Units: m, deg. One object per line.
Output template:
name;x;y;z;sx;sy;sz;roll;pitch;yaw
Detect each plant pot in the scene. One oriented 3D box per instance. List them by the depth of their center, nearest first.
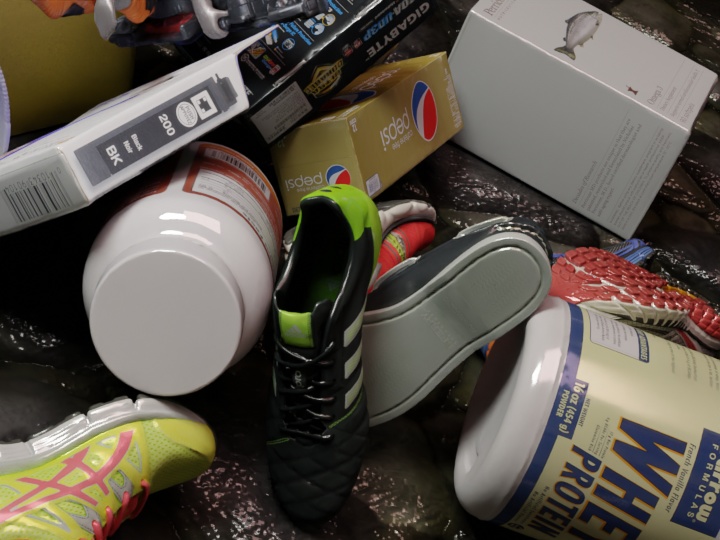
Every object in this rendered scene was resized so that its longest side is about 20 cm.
plant pot;-0.271;-0.226;1.142;0.199;0.177;0.200;-20;56;-43

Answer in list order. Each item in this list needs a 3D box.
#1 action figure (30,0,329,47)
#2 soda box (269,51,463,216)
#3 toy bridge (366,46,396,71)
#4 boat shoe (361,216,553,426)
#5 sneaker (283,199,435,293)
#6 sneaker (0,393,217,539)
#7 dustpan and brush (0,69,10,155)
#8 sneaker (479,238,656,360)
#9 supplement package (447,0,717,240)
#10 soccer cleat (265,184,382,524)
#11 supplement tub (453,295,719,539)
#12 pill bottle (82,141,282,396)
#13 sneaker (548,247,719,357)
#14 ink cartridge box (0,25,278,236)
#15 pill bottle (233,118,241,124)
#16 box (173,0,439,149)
action figure;-0.121;-0.195;1.048;0.198;0.106;0.193;-1;15;36
soda box;0.008;-0.104;1.203;0.067;0.065;0.200;-7;16;27
toy bridge;0.006;-0.208;1.271;0.027;0.201;0.067;-28;56;-17
boat shoe;0.034;0.035;1.012;0.076;0.199;0.060;58;17;-14
sneaker;0.000;0.000;1.120;0.076;0.086;0.200;-6;8;24
sneaker;-0.158;0.133;0.874;0.199;0.078;0.091;-16;60;-33
dustpan and brush;-0.274;-0.133;1.007;0.057;0.202;0.139;15;26;38
sneaker;0.144;0.010;1.181;0.078;0.076;0.199;41;38;26
supplement package;0.172;-0.140;1.336;0.199;0.118;0.117;29;38;7
soccer cleat;-0.029;0.049;0.950;0.067;0.202;0.081;7;2;20
supplement tub;0.172;0.113;1.012;0.198;0.146;0.146;20;37;-5
pill bottle;-0.105;-0.001;0.974;0.111;0.113;0.200;20;17;-6
sneaker;0.188;0.044;1.116;0.199;0.083;0.078;20;15;-47
ink cartridge box;-0.165;-0.077;1.015;0.200;0.197;0.044;-38;106;-43
pill bottle;-0.084;-0.209;1.278;0.113;0.114;0.201;7;41;-22
box;-0.063;-0.201;1.157;0.159;0.046;0.200;-40;53;-3
